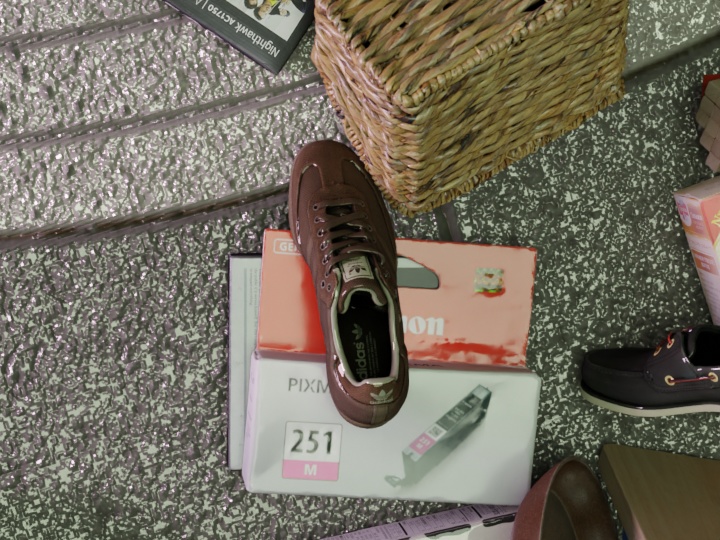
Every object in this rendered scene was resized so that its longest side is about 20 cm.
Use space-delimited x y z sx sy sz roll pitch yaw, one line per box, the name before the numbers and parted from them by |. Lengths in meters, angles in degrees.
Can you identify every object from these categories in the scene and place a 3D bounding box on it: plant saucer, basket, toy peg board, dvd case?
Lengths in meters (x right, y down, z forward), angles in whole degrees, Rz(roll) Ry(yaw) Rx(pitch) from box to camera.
plant saucer | 0.140 0.229 1.369 0.034 0.200 0.202 -9 99 22
basket | 0.069 -0.159 1.351 0.199 0.149 0.143 -32 63 -13
toy peg board | 0.267 0.219 1.377 0.197 0.200 0.099 9 110 -9
dvd case | 0.006 0.063 1.403 0.198 0.025 0.152 0 97 -7

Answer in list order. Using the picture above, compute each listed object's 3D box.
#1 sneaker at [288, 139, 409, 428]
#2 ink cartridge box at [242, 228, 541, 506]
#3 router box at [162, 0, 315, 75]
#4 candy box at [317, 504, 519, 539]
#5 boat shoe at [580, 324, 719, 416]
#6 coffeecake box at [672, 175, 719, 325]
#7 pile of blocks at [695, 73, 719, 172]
sneaker | 0.000 0.000 1.327 0.070 0.076 0.202 -10 76 -12
ink cartridge box | 0.025 0.067 1.372 0.198 0.044 0.175 4 98 -8
router box | -0.099 -0.247 1.339 0.199 0.051 0.150 33 93 -10
candy box | 0.033 0.248 1.408 0.198 0.061 0.138 -11 97 -6
boat shoe | 0.233 0.065 1.361 0.073 0.200 0.064 -30 112 -42
coffeecake box | 0.327 0.016 1.416 0.152 0.073 0.202 -20 98 -4
pile of blocks | 0.308 -0.146 1.411 0.199 0.082 0.062 -32 57 -12
